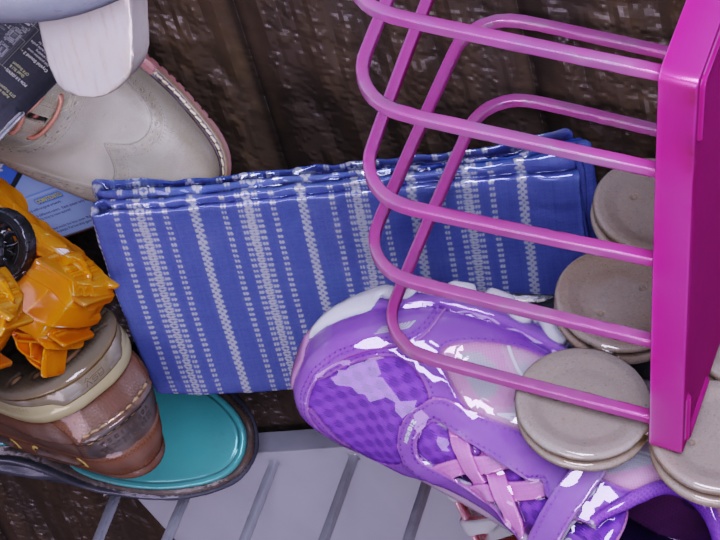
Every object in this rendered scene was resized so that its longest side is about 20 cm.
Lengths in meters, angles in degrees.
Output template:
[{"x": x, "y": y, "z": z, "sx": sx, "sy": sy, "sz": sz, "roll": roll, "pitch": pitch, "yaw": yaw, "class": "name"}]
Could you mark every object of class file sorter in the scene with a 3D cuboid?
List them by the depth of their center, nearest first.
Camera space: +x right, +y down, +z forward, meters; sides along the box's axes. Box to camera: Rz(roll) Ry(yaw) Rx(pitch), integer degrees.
[{"x": 0.072, "y": -0.063, "z": 0.935, "sx": 0.125, "sy": 0.140, "sz": 0.201, "roll": 14, "pitch": 146, "yaw": 15, "class": "file sorter"}, {"x": -0.025, "y": 0.165, "z": 1.314, "sx": 0.199, "sy": 0.125, "sz": 0.139, "roll": -6, "pitch": 138, "yaw": 34, "class": "file sorter"}]

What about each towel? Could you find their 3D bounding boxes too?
[{"x": 0.000, "y": 0.000, "z": 1.117, "sx": 0.198, "sy": 0.024, "sz": 0.145, "roll": -5, "pitch": 144, "yaw": 7, "class": "towel"}]

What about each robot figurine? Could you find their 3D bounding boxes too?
[{"x": -0.200, "y": -0.028, "z": 1.080, "sx": 0.199, "sy": 0.145, "sz": 0.058, "roll": 34, "pitch": 107, "yaw": 14, "class": "robot figurine"}]

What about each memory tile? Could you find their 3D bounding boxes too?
[{"x": 0.166, "y": 0.033, "z": 1.004, "sx": 0.199, "sy": 0.154, "sz": 0.017, "roll": 15, "pitch": 141, "yaw": 11, "class": "memory tile"}]

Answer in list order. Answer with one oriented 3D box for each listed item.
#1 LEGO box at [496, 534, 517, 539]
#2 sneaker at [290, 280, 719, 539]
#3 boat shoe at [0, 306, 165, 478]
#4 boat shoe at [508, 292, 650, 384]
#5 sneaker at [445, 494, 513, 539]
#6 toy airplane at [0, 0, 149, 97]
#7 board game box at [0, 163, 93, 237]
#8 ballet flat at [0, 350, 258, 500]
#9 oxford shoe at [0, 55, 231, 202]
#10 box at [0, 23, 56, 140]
[{"x": 0.165, "y": 0.162, "z": 1.114, "sx": 0.199, "sy": 0.150, "sz": 0.077, "roll": -16, "pitch": 143, "yaw": -7, "class": "LEGO box"}, {"x": 0.068, "y": 0.073, "z": 1.023, "sx": 0.199, "sy": 0.089, "sz": 0.081, "roll": 21, "pitch": 127, "yaw": -6, "class": "sneaker"}, {"x": -0.143, "y": 0.051, "z": 1.202, "sx": 0.068, "sy": 0.072, "sz": 0.200, "roll": 56, "pitch": 162, "yaw": -22, "class": "boat shoe"}, {"x": 0.107, "y": 0.020, "z": 1.079, "sx": 0.198, "sy": 0.072, "sz": 0.068, "roll": 1, "pitch": 122, "yaw": 8, "class": "boat shoe"}, {"x": 0.076, "y": 0.112, "z": 1.206, "sx": 0.200, "sy": 0.105, "sz": 0.075, "roll": 40, "pitch": 143, "yaw": -25, "class": "sneaker"}, {"x": -0.104, "y": -0.167, "z": 0.813, "sx": 0.201, "sy": 0.141, "sz": 0.199, "roll": 55, "pitch": 144, "yaw": 5, "class": "toy airplane"}, {"x": -0.189, "y": -0.042, "z": 1.204, "sx": 0.199, "sy": 0.020, "sz": 0.103, "roll": -16, "pitch": 133, "yaw": 42, "class": "board game box"}, {"x": -0.139, "y": 0.071, "z": 1.303, "sx": 0.198, "sy": 0.073, "sz": 0.073, "roll": 5, "pitch": 144, "yaw": 12, "class": "ballet flat"}, {"x": -0.142, "y": -0.069, "z": 1.075, "sx": 0.199, "sy": 0.074, "sz": 0.071, "roll": 27, "pitch": 112, "yaw": -12, "class": "oxford shoe"}, {"x": -0.178, "y": -0.135, "z": 0.967, "sx": 0.160, "sy": 0.044, "sz": 0.200, "roll": -44, "pitch": 118, "yaw": 11, "class": "box"}]
